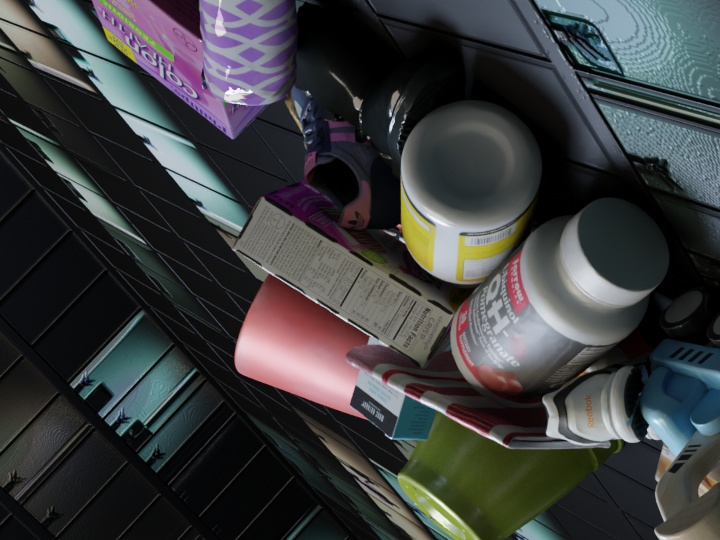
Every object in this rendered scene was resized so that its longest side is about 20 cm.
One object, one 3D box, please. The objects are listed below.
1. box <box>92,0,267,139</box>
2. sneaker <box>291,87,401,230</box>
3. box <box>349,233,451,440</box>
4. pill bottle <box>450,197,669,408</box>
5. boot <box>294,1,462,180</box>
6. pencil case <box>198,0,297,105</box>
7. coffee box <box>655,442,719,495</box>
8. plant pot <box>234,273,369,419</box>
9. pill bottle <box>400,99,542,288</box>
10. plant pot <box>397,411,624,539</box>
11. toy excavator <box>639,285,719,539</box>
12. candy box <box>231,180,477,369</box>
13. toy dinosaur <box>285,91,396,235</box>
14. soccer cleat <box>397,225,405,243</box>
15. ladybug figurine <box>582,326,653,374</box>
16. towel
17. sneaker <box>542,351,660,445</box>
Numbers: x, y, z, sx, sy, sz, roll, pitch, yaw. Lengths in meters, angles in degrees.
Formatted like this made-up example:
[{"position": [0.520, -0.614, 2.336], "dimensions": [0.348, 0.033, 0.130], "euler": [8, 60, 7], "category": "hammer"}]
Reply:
[{"position": [-0.164, -0.246, 1.620], "dimensions": [0.176, 0.097, 0.200], "euler": [39, 167, 17], "category": "box"}, {"position": [-0.025, -0.114, 1.571], "dimensions": [0.200, 0.082, 0.070], "euler": [53, 140, 35], "category": "sneaker"}, {"position": [0.055, 0.063, 1.742], "dimensions": [0.049, 0.200, 0.082], "euler": [6, -162, -36], "category": "box"}, {"position": [0.161, 0.024, 1.392], "dimensions": [0.111, 0.111, 0.200], "euler": [43, 143, 2], "category": "pill bottle"}, {"position": [0.004, -0.164, 1.459], "dimensions": [0.162, 0.073, 0.198], "euler": [46, 166, 15], "category": "boot"}, {"position": [-0.091, -0.224, 1.405], "dimensions": [0.084, 0.086, 0.200], "euler": [8, 140, 4], "category": "pencil case"}, {"position": [0.326, 0.160, 1.496], "dimensions": [0.114, 0.080, 0.200], "euler": [39, 166, 17], "category": "coffee box"}, {"position": [-0.024, 0.076, 2.068], "dimensions": [0.177, 0.200, 0.200], "euler": [28, 164, 12], "category": "plant pot"}, {"position": [0.089, -0.054, 1.445], "dimensions": [0.112, 0.112, 0.200], "euler": [40, 167, 13], "category": "pill bottle"}, {"position": [0.147, 0.197, 1.895], "dimensions": [0.200, 0.193, 0.200], "euler": [41, 167, 12], "category": "plant pot"}, {"position": [0.261, 0.123, 1.303], "dimensions": [0.100, 0.200, 0.194], "euler": [47, 167, -20], "category": "toy excavator"}, {"position": [0.000, 0.000, 1.547], "dimensions": [0.200, 0.061, 0.136], "euler": [32, -165, 6], "category": "candy box"}, {"position": [-0.022, -0.091, 1.689], "dimensions": [0.200, 0.058, 0.101], "euler": [58, -166, 20], "category": "toy dinosaur"}, {"position": [0.079, -0.041, 1.628], "dimensions": [0.069, 0.085, 0.200], "euler": [-7, 116, 31], "category": "soccer cleat"}, {"position": [0.206, 0.065, 1.565], "dimensions": [0.200, 0.072, 0.136], "euler": [49, 165, -23], "category": "ladybug figurine"}, {"position": [0.102, 0.107, 1.493], "dimensions": [0.144, 0.023, 0.200], "euler": [4, -164, -45], "category": "towel"}, {"position": [0.202, 0.106, 1.422], "dimensions": [0.080, 0.074, 0.200], "euler": [-9, 173, 19], "category": "sneaker"}]
